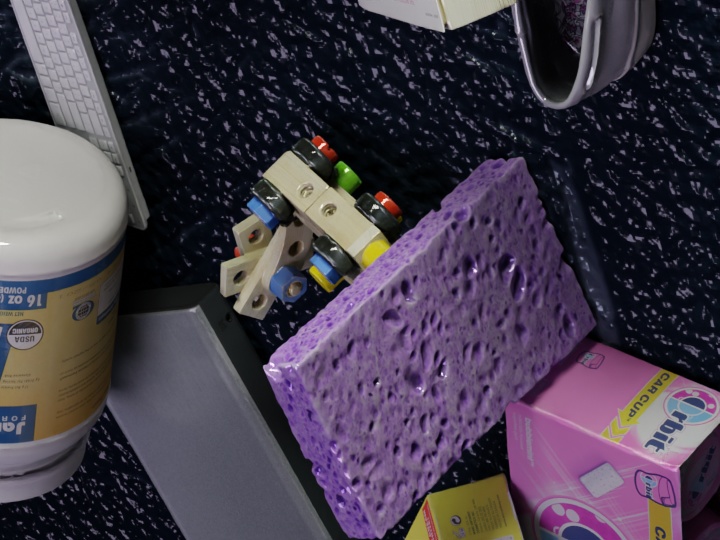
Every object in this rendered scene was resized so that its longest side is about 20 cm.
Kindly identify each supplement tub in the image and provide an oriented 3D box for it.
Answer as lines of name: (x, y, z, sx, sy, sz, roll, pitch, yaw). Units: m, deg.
supplement tub: (-0.219, 0.026, 1.781, 0.144, 0.145, 0.201, 27, 129, 23)

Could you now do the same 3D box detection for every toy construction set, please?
toy construction set: (0.000, 0.000, 1.642, 0.199, 0.092, 0.131, 23, 163, 37)

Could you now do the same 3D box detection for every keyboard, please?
keyboard: (-0.175, -0.113, 1.760, 0.056, 0.011, 0.201, 11, 131, 37)

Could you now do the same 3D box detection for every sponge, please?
sponge: (0.039, 0.039, 1.537, 0.030, 0.200, 0.112, 1, 124, 45)

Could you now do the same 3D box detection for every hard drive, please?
hard drive: (-0.095, 0.103, 1.865, 0.139, 0.033, 0.201, -7, 120, 47)

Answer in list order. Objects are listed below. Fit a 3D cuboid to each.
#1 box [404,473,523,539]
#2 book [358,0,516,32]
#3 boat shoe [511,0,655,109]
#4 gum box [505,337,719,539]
box: (0.059, 0.181, 1.703, 0.200, 0.050, 0.076, 111, 144, -72)
book: (0.005, -0.220, 1.400, 0.133, 0.048, 0.201, 21, 131, 64)
boat shoe: (0.095, -0.167, 1.399, 0.072, 0.069, 0.201, 23, 138, 27)
gum box: (0.149, 0.144, 1.640, 0.113, 0.066, 0.201, 22, 138, 30)
